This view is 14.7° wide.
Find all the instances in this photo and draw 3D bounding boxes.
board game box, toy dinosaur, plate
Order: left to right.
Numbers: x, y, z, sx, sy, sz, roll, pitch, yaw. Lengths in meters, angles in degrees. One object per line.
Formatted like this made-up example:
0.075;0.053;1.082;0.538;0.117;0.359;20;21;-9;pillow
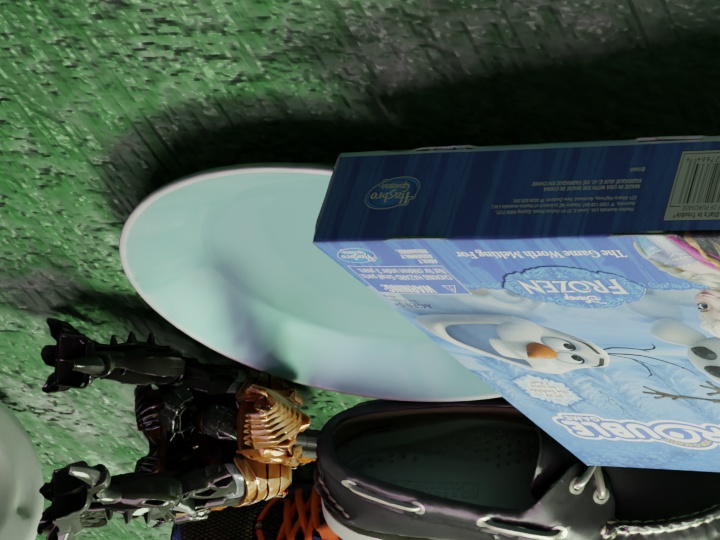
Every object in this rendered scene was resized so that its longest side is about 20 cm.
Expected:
-0.072;0.069;1.258;0.135;0.103;0.200;4;147;-16;toy dinosaur
0.000;0.000;1.149;0.199;0.026;0.200;10;154;5;plate
0.118;0.019;1.035;0.199;0.044;0.199;0;153;41;board game box

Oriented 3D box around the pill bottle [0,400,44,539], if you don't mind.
-0.249;0.129;1.401;0.111;0.112;0.200;25;151;-25;pill bottle

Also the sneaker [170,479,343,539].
0.004;0.119;1.341;0.199;0.076;0.079;-3;142;11;sneaker

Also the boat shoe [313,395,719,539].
0.078;0.088;1.233;0.199;0.074;0.060;4;148;9;boat shoe
